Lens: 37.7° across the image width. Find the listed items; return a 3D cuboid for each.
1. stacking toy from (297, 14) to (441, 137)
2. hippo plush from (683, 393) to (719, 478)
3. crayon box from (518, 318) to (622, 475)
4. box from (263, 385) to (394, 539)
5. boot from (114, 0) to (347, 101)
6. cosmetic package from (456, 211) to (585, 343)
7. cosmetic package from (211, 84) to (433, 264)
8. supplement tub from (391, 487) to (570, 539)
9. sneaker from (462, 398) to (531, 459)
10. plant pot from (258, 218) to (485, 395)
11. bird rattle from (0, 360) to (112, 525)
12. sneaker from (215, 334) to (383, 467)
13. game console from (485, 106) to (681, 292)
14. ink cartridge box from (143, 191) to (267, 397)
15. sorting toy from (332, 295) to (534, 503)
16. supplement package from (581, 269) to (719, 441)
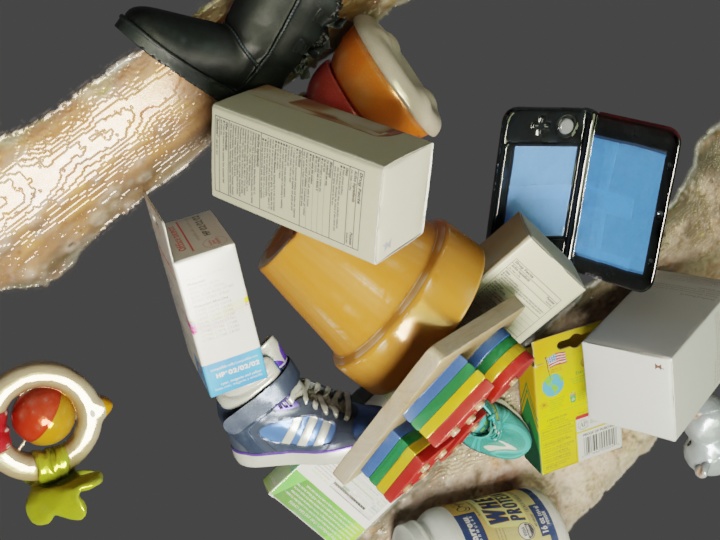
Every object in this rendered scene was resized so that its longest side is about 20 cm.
[{"bbox_3d":[-0.029,-0.155,1.096,0.200,0.146,0.146,-33,120,11],"label":"stacking toy"},{"bbox_3d":[0.527,0.219,1.467,0.161,0.159,0.200,-15,103,18],"label":"hippo plush"},{"bbox_3d":[0.272,0.154,1.368,0.127,0.051,0.200,-15,116,-16],"label":"crayon box"},{"bbox_3d":[-0.001,0.237,1.302,0.200,0.036,0.144,-44,119,-2],"label":"box"},{"bbox_3d":[-0.120,-0.250,1.037,0.198,0.073,0.163,29,100,-36],"label":"boot"},{"bbox_3d":[0.148,0.039,1.225,0.200,0.071,0.105,-41,113,17],"label":"cosmetic package"},{"bbox_3d":[-0.040,-0.096,0.999,0.087,0.200,0.104,-32,138,-46],"label":"cosmetic package"},{"bbox_3d":[0.153,0.366,1.352,0.200,0.144,0.145,-8,113,-19],"label":"supplement tub"},{"bbox_3d":[0.142,0.188,1.313,0.200,0.080,0.078,34,96,-30],"label":"sneaker"},{"bbox_3d":[0.000,0.000,1.130,0.183,0.200,0.200,37,94,-14],"label":"plant pot"},{"bbox_3d":[-0.357,0.170,1.120,0.200,0.113,0.163,35,84,-16],"label":"bird rattle"},{"bbox_3d":[-0.064,0.140,1.194,0.200,0.081,0.147,-8,113,2],"label":"sneaker"},{"bbox_3d":[0.252,-0.080,1.227,0.172,0.119,0.200,-2,111,-21],"label":"game console"},{"bbox_3d":[-0.162,0.015,1.102,0.068,0.115,0.200,-18,116,-14],"label":"ink cartridge box"},{"bbox_3d":[0.093,0.141,1.115,0.200,0.070,0.199,-23,153,-55],"label":"sorting toy"},{"bbox_3d":[0.374,0.099,1.303,0.200,0.117,0.117,-35,125,-42],"label":"supplement package"}]
